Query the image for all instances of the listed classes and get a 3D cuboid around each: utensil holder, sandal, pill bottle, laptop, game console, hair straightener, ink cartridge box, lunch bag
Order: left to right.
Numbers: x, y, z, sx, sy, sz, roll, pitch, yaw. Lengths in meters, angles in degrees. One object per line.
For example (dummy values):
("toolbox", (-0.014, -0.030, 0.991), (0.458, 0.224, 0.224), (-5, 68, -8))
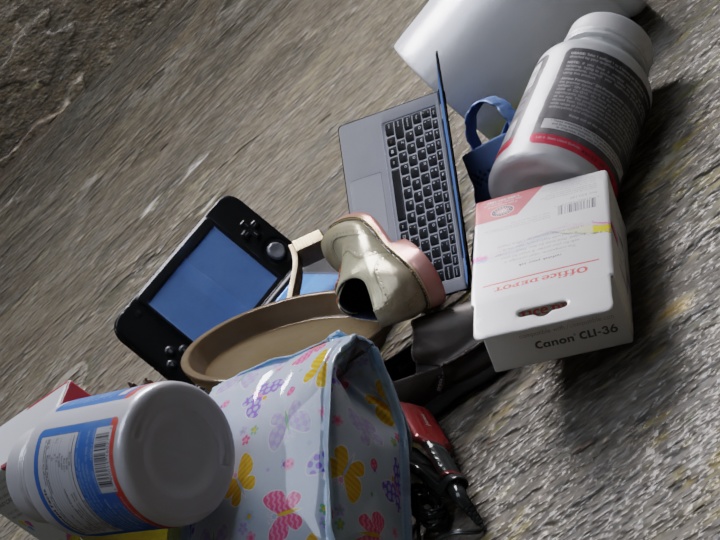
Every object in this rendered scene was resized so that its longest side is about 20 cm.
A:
("ink cartridge box", (-0.262, 0.218, 1.885), (0.145, 0.200, 0.083), (-33, 28, 40))
("pill bottle", (-0.198, 0.153, 1.510), (0.199, 0.112, 0.113), (-13, 40, 50))
("game console", (-0.114, 0.023, 1.860), (0.200, 0.172, 0.119), (-51, -1, -28))
("lunch bag", (-0.049, 0.163, 1.520), (0.169, 0.127, 0.202), (-22, 58, 32))
("laptop", (0.036, -0.073, 1.717), (0.199, 0.115, 0.189), (-16, 76, 36))
("hair straightener", (0.056, 0.176, 1.531), (0.078, 0.041, 0.200), (-68, 22, 12))
("sandal", (0.125, -0.084, 1.750), (0.079, 0.087, 0.201), (-32, 34, 40))
("utensil holder", (0.153, -0.245, 1.871), (0.200, 0.170, 0.170), (-48, 19, 9))
("ink cartridge box", (0.151, 0.010, 1.499), (0.115, 0.068, 0.201), (-14, 30, 14))
("pill bottle", (0.192, -0.130, 1.662), (0.110, 0.111, 0.201), (-26, 30, 48))

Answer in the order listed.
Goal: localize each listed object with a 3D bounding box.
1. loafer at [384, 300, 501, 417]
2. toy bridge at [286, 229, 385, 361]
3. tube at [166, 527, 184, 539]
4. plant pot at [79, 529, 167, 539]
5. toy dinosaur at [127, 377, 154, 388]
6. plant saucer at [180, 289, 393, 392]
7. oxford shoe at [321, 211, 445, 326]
("loafer", (0.074, 0.066, 1.618), (0.200, 0.071, 0.073), (-43, 20, 20))
("toy bridge", (-0.031, 0.047, 1.792), (0.067, 0.027, 0.201), (-24, 50, -4))
("tube", (-0.142, 0.283, 1.566), (0.058, 0.051, 0.202), (-129, 43, -70))
("plant pot", (-0.152, 0.239, 1.671), (0.141, 0.201, 0.200), (-24, 21, -1))
("toy dinosaur", (-0.244, 0.196, 2.070), (0.136, 0.085, 0.200), (-62, 16, -13))
("plant saucer", (-0.062, 0.067, 1.693), (0.198, 0.030, 0.200), (-13, 17, 4))
("oxford shoe", (0.000, 0.000, 1.684), (0.073, 0.071, 0.200), (-31, 21, -15))
